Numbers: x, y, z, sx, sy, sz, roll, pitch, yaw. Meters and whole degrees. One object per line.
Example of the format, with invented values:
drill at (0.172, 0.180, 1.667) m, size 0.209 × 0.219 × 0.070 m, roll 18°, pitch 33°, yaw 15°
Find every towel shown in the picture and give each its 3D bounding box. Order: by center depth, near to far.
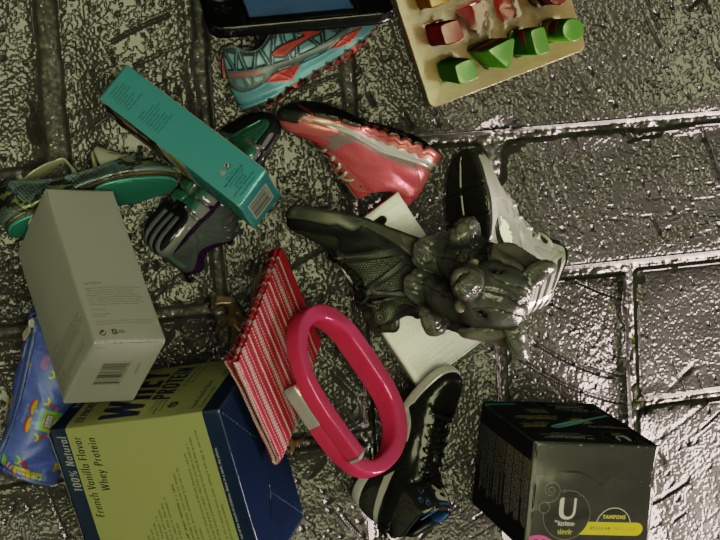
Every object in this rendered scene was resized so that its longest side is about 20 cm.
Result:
towel at (-0.091, 0.088, 1.676) m, size 0.022 × 0.201 × 0.146 m, roll -9°, pitch 124°, yaw 20°

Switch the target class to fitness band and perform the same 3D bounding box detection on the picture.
fitness band at (-0.017, 0.131, 1.711) m, size 0.037 × 0.144 × 0.201 m, roll -24°, pitch 107°, yaw 33°

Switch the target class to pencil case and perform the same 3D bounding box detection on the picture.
pencil case at (-0.342, 0.130, 1.696) m, size 0.086 × 0.078 × 0.203 m, roll 12°, pitch 95°, yaw -41°

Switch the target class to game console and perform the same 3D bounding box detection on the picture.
game console at (-0.075, -0.338, 1.663) m, size 0.197 × 0.176 × 0.118 m, roll -7°, pitch 121°, yaw -8°

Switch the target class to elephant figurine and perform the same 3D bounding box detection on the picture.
elephant figurine at (0.137, 0.029, 1.621) m, size 0.154 × 0.200 × 0.143 m, roll -23°, pitch 108°, yaw -19°

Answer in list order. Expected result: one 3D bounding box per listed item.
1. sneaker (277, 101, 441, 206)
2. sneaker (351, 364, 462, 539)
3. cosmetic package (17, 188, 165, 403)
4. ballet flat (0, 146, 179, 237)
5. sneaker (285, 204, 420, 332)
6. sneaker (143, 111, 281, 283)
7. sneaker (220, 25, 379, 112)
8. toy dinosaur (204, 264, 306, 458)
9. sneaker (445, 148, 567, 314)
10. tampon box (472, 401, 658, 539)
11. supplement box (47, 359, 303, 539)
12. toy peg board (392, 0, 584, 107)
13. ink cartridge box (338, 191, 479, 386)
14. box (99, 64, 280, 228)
sneaker at (-0.006, -0.125, 1.735) m, size 0.198 × 0.074 × 0.088 m, roll 17°, pitch 101°, yaw -23°
sneaker at (0.082, 0.217, 1.777) m, size 0.073 × 0.112 × 0.201 m, roll 17°, pitch 109°, yaw -48°
cosmetic package at (-0.282, 0.025, 1.617) m, size 0.084 × 0.202 × 0.108 m, roll 0°, pitch 142°, yaw -33°
ballet flat at (-0.297, -0.097, 1.685) m, size 0.198 × 0.074 × 0.075 m, roll -16°, pitch 101°, yaw -13°
sneaker at (0.000, 0.000, 1.708) m, size 0.197 × 0.076 × 0.116 m, roll 22°, pitch 87°, yaw -19°
sneaker at (-0.151, -0.083, 1.729) m, size 0.200 × 0.074 × 0.088 m, roll -48°, pitch 134°, yaw -6°
sneaker at (-0.063, -0.258, 1.706) m, size 0.199 × 0.079 × 0.096 m, roll -33°, pitch 99°, yaw -9°
toy dinosaur at (-0.111, 0.099, 1.746) m, size 0.134 × 0.086 × 0.203 m, roll 14°, pitch 88°, yaw -17°
sneaker at (0.171, -0.046, 1.807) m, size 0.114 × 0.075 × 0.203 m, roll -13°, pitch 88°, yaw -38°
tampon box at (0.228, 0.234, 1.780) m, size 0.148 × 0.200 × 0.128 m, roll 3°, pitch 97°, yaw -13°
supplement box at (-0.192, 0.218, 1.665) m, size 0.197 × 0.134 × 0.202 m, roll -9°, pitch 108°, yaw 19°
toy peg board at (0.145, -0.308, 1.737) m, size 0.198 × 0.098 × 0.202 m, roll -21°, pitch 102°, yaw -10°
ink cartridge box at (0.051, 0.020, 1.787) m, size 0.108 × 0.050 × 0.201 m, roll -35°, pitch 103°, yaw -4°
box at (-0.179, -0.130, 1.648) m, size 0.199 × 0.082 × 0.049 m, roll 37°, pitch 83°, yaw 16°
